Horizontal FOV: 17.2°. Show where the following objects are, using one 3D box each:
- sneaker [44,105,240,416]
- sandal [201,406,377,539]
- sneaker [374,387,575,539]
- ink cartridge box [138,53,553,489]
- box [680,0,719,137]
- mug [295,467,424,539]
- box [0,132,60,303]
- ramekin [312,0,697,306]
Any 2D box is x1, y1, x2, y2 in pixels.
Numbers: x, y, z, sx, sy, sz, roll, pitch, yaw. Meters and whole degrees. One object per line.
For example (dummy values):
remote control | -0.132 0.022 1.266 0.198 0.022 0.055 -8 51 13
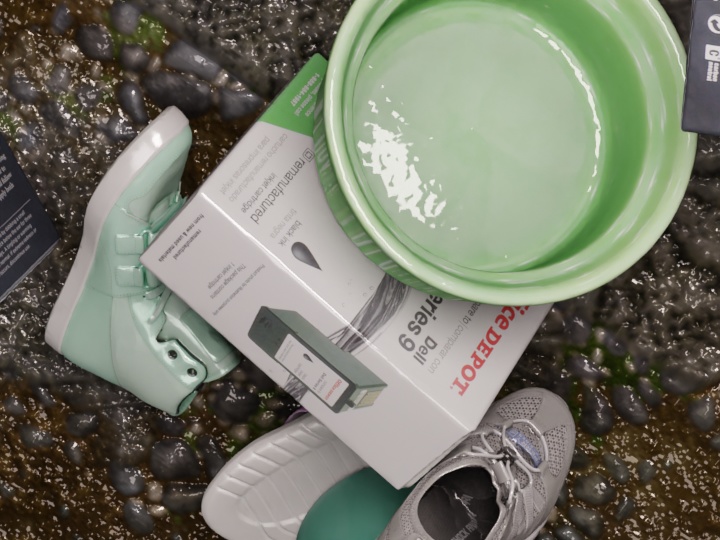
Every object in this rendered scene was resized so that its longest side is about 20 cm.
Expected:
sneaker | -0.108 -0.001 1.424 0.118 0.074 0.201 32 131 9
sandal | -0.011 0.101 1.462 0.202 0.050 0.082 -37 115 19
sneaker | 0.074 0.128 1.355 0.075 0.200 0.082 40 137 3
ink cartridge box | 0.000 0.000 1.341 0.200 0.146 0.084 41 137 -5
box | 0.271 -0.144 1.155 0.196 0.200 0.125 9 120 15
mug | 0.044 0.218 1.441 0.152 0.115 0.185 -38 116 21
box | -0.305 -0.059 1.445 0.148 0.107 0.201 -21 106 27
ramekin | 0.069 -0.076 1.265 0.199 0.098 0.201 1 84 -12
